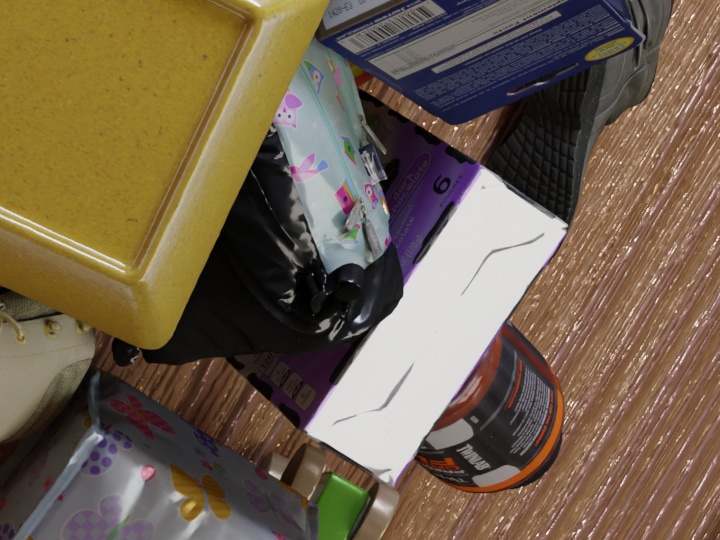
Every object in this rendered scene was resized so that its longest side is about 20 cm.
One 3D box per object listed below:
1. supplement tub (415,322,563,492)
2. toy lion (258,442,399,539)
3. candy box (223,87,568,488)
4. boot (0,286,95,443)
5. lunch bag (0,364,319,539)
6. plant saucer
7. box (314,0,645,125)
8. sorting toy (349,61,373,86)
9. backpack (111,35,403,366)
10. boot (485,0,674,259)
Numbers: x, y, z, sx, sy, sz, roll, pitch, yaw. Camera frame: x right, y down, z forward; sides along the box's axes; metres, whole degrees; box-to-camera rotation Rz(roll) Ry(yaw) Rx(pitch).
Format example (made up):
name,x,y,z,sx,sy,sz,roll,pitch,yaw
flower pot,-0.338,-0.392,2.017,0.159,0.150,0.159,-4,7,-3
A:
name,x,y,z,sx,sy,sz,roll,pitch,yaw
supplement tub,0.066,0.079,1.794,0.107,0.107,0.200,-54,149,-5
toy lion,-0.058,0.203,1.661,0.192,0.068,0.200,-62,-173,-10
candy box,0.000,0.000,1.533,0.071,0.200,0.168,33,92,-30
boot,-0.198,0.021,1.403,0.154,0.072,0.201,-22,138,-46
lunch bag,-0.136,0.182,1.516,0.169,0.127,0.200,35,105,-18
plant saucer,-0.135,-0.086,1.276,0.201,0.199,0.048,-65,-167,4
box,0.063,-0.128,1.424,0.121,0.033,0.200,-24,162,15
sorting toy,0.038,-0.140,1.516,0.185,0.037,0.200,-21,174,-46
backpack,-0.070,-0.062,1.418,0.127,0.166,0.201,-40,117,-57
boot,0.148,-0.095,1.812,0.130,0.068,0.201,-27,141,-50
